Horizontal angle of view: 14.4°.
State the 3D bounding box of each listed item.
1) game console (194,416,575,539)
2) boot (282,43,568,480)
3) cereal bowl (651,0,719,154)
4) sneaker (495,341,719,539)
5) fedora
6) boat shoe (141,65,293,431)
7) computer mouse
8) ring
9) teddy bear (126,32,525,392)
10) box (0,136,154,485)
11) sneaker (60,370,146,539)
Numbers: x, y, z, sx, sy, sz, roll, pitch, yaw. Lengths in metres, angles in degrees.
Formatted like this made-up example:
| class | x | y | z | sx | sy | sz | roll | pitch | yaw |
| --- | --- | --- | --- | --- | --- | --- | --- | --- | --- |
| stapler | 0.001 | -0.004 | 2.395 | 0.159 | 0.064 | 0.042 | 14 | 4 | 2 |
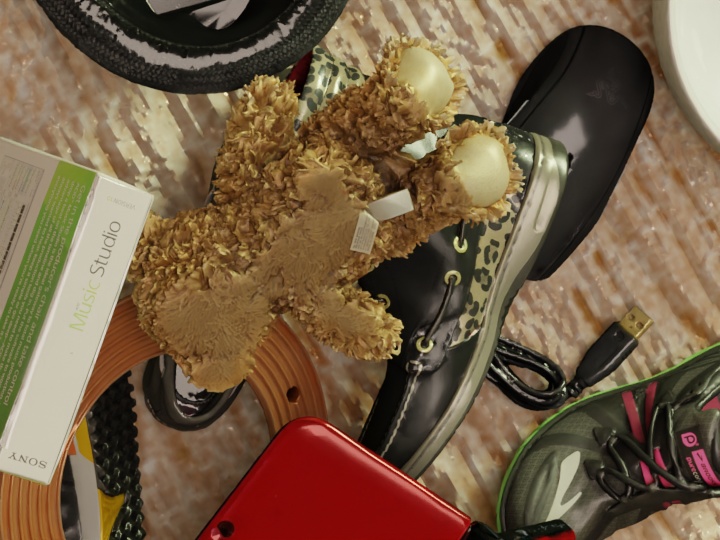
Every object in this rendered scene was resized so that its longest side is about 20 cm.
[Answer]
| class | x | y | z | sx | sy | sz | roll | pitch | yaw |
| --- | --- | --- | --- | --- | --- | --- | --- | --- | --- |
| game console | -0.013 | 0.176 | 1.444 | 0.119 | 0.172 | 0.200 | 43 | 107 | 18 |
| boot | 0.000 | -0.001 | 1.442 | 0.153 | 0.073 | 0.204 | 24 | 93 | -17 |
| cereal bowl | 0.245 | -0.140 | 1.511 | 0.199 | 0.083 | 0.201 | -1 | 94 | -13 |
| sneaker | 0.158 | 0.093 | 1.509 | 0.200 | 0.084 | 0.077 | -32 | 99 | -8 |
| fedora | -0.093 | -0.185 | 1.430 | 0.200 | 0.092 | 0.202 | 0 | 88 | -9 |
| boat shoe | -0.056 | -0.009 | 1.469 | 0.067 | 0.057 | 0.201 | 22 | 89 | -13 |
| computer mouse | 0.113 | -0.022 | 1.510 | 0.140 | 0.046 | 0.200 | 39 | 86 | -11 |
| ring | -0.099 | 0.103 | 1.422 | 0.200 | 0.019 | 0.201 | -11 | 108 | -38 |
| teddy bear | -0.020 | -0.028 | 1.371 | 0.145 | 0.067 | 0.200 | 37 | 97 | -19 |
| box | -0.177 | 0.010 | 1.374 | 0.036 | 0.200 | 0.145 | 20 | 90 | -30 |
| sneaker | -0.164 | 0.130 | 1.462 | 0.090 | 0.070 | 0.201 | 4 | 104 | 18 |
